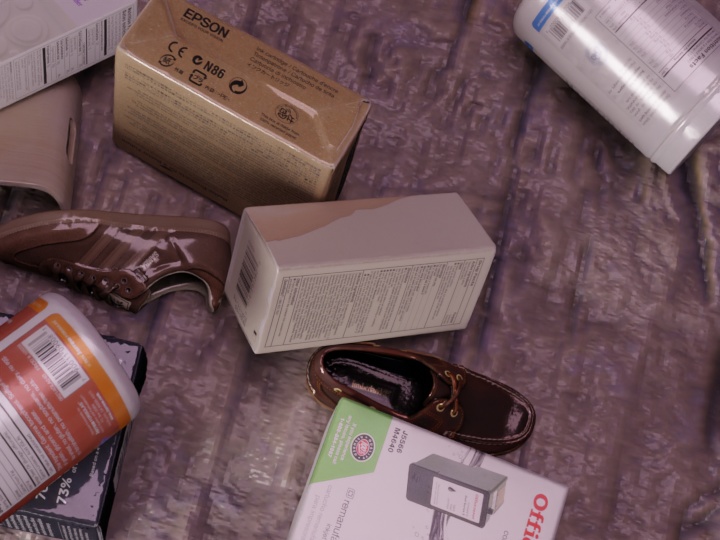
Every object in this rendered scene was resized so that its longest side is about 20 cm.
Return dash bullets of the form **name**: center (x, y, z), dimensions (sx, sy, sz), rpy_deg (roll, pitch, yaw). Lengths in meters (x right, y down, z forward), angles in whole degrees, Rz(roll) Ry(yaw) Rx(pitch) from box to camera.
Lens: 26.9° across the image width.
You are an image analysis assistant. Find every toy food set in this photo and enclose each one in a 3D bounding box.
- **toy food set**: center (-0.337, -0.111, 1.260), dimensions (0.198, 0.061, 0.144), rpy_deg (5, 50, -8)

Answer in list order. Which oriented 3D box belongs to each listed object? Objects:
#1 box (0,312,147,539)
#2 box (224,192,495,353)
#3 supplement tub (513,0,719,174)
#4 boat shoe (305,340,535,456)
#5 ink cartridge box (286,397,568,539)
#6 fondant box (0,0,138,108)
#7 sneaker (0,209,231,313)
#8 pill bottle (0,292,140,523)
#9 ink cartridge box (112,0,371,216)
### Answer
- **box**: center (-0.279, 0.117, 1.167), dimensions (0.198, 0.104, 0.149), rpy_deg (14, 70, -3)
- **box**: center (0.000, 0.000, 1.220), dimensions (0.198, 0.096, 0.078), rpy_deg (-5, 43, -28)
- **supplement tub**: center (0.246, -0.199, 1.341), dimensions (0.200, 0.132, 0.132), rpy_deg (44, 71, 7)
- **boat shoe**: center (0.052, 0.105, 1.240), dimensions (0.198, 0.070, 0.071), rpy_deg (12, 69, -6)
- **ink cartridge box**: center (0.048, 0.209, 1.194), dimensions (0.198, 0.084, 0.147), rpy_deg (21, 69, -1)
- **fondant box**: center (-0.308, -0.214, 1.268), dimensions (0.199, 0.058, 0.144), rpy_deg (-31, 63, -29)
- **sneaker**: center (-0.205, -0.004, 1.239), dimensions (0.198, 0.071, 0.076), rpy_deg (-1, 72, -8)
- **pill bottle**: center (-0.263, 0.115, 1.056), dimensions (0.199, 0.112, 0.112), rpy_deg (-38, 80, -18)
- **ink cartridge box**: center (-0.103, -0.121, 1.244), dimensions (0.199, 0.165, 0.075), rpy_deg (29, 66, 2)
